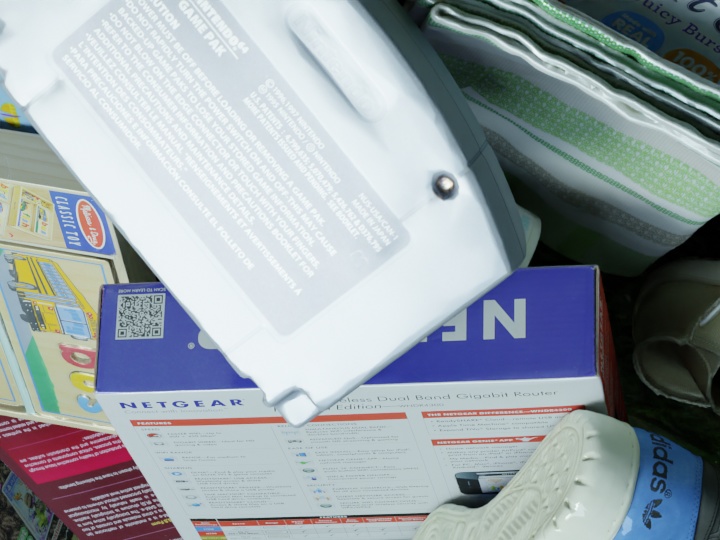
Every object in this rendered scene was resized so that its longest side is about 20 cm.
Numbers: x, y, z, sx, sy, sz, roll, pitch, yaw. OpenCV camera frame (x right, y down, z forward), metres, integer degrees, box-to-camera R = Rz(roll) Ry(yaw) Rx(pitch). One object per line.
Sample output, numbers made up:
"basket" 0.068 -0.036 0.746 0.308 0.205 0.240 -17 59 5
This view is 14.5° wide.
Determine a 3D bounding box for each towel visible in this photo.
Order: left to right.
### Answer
"towel" 0.071 -0.050 1.101 0.149 0.031 0.200 28 163 -2

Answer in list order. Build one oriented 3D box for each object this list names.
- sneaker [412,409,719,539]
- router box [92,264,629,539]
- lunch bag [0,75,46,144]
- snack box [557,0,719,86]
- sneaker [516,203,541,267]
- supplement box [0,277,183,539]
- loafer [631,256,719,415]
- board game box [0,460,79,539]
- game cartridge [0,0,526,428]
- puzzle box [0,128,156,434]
"sneaker" 0.093 0.126 1.153 0.111 0.077 0.200 20 144 -18
"router box" 0.008 0.059 1.164 0.200 0.049 0.180 -2 155 8
"lunch bag" -0.174 -0.107 1.129 0.150 0.094 0.200 5 132 14
"snack box" 0.137 -0.104 1.062 0.200 0.053 0.142 30 139 -14
"sneaker" 0.000 0.000 1.205 0.082 0.074 0.200 33 147 -12
"supplement box" -0.115 0.065 1.336 0.109 0.061 0.200 -16 127 33
"loafer" 0.161 0.034 1.155 0.076 0.068 0.200 23 164 -13
"board game box" -0.255 0.124 1.424 0.159 0.097 0.200 -10 132 28
"game cartridge" -0.037 -0.054 1.030 0.133 0.041 0.200 -36 96 27
"puzzle box" -0.150 0.005 1.192 0.133 0.025 0.200 8 148 11
